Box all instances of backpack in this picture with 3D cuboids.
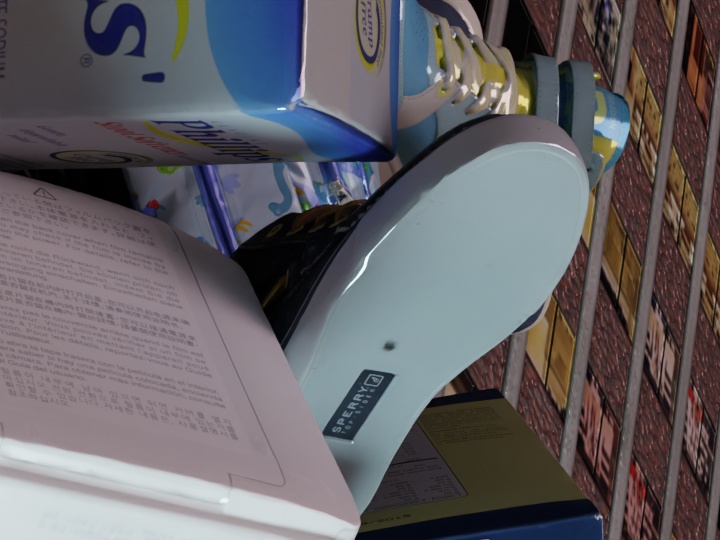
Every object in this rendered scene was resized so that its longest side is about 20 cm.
[{"bbox_3d":[-0.055,-0.039,1.145,0.200,0.154,0.163,58,7,-30],"label":"backpack"}]

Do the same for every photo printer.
[{"bbox_3d":[-0.100,0.035,0.915,0.069,0.166,0.200,-64,-152,22],"label":"photo printer"}]

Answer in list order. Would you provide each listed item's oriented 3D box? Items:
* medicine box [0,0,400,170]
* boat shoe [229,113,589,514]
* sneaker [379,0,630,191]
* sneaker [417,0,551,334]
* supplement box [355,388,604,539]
[{"bbox_3d":[-0.092,-0.129,0.948,0.103,0.200,0.182,17,73,-69],"label":"medicine box"},{"bbox_3d":[0.000,0.000,0.988,0.071,0.200,0.091,15,39,-29],"label":"boat shoe"},{"bbox_3d":[0.057,-0.089,1.359,0.200,0.130,0.080,69,20,-65],"label":"sneaker"},{"bbox_3d":[0.043,-0.043,1.508,0.085,0.075,0.200,-61,135,-56],"label":"sneaker"},{"bbox_3d":[0.025,0.176,1.239,0.200,0.134,0.200,-126,-151,-74],"label":"supplement box"}]
